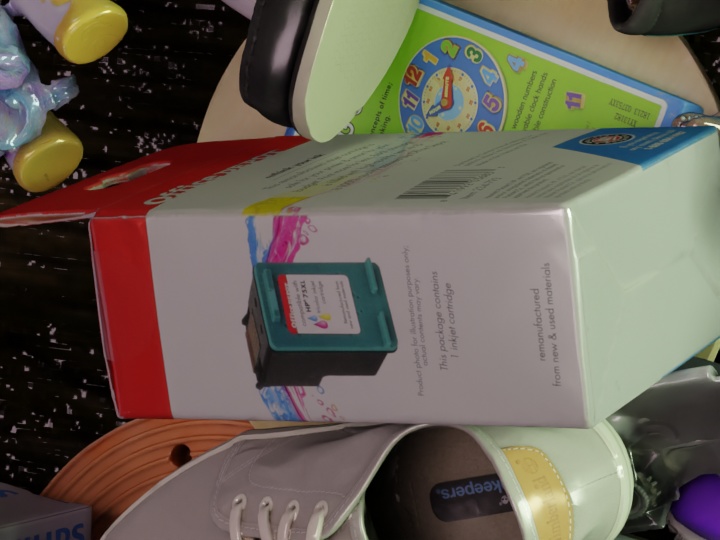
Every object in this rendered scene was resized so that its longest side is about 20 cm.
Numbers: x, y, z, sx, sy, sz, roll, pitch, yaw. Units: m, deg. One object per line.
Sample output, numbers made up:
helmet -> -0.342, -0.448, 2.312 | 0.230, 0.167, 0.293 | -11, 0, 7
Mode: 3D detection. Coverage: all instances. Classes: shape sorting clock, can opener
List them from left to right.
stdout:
shape sorting clock -> 0.032, -0.015, 0.980 | 0.200, 0.039, 0.200 | 1, 92, 21
can opener -> 0.135, 0.034, 0.880 | 0.200, 0.067, 0.053 | -12, 128, 26

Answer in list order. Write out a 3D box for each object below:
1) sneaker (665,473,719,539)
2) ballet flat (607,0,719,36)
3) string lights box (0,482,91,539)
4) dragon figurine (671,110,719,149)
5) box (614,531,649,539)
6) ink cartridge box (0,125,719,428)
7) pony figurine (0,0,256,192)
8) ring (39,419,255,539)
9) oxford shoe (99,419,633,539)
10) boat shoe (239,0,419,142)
sneaker -> 0.194, 0.073, 0.892 | 0.200, 0.070, 0.100 | 14, 84, 29
ballet flat -> 0.070, -0.163, 0.911 | 0.068, 0.068, 0.200 | -25, 97, -10
string lights box -> -0.152, 0.175, 1.049 | 0.103, 0.059, 0.200 | 9, 102, 39
dragon figurine -> 0.194, -0.030, 0.887 | 0.200, 0.099, 0.059 | 17, 98, 6
box -> 0.073, 0.180, 0.932 | 0.121, 0.032, 0.200 | 13, 110, 46
ink cartridge box -> 0.000, 0.000, 0.898 | 0.200, 0.116, 0.067 | 0, 104, 29
pony figurine -> -0.130, -0.125, 1.003 | 0.193, 0.167, 0.200 | -33, 56, -3
ring -> -0.045, 0.147, 1.037 | 0.200, 0.019, 0.201 | 0, 91, 27
oxford shoe -> -0.012, 0.084, 0.899 | 0.200, 0.058, 0.075 | -17, 93, 32
boat shoe -> -0.004, -0.133, 0.943 | 0.063, 0.074, 0.202 | 11, 68, 14
